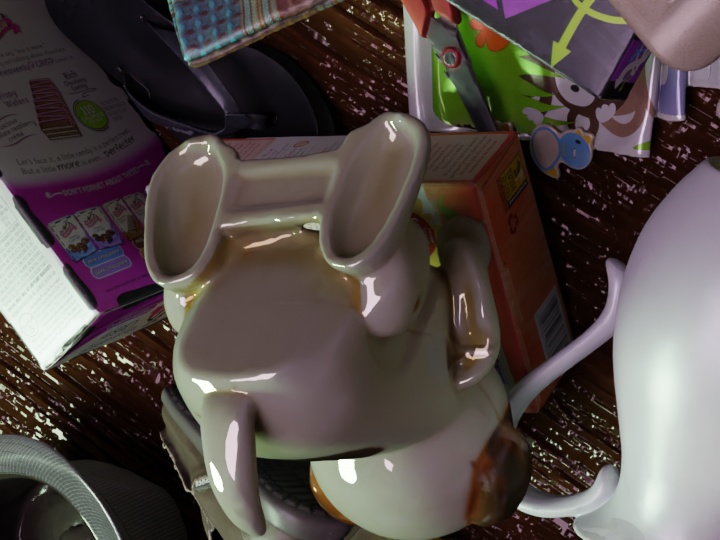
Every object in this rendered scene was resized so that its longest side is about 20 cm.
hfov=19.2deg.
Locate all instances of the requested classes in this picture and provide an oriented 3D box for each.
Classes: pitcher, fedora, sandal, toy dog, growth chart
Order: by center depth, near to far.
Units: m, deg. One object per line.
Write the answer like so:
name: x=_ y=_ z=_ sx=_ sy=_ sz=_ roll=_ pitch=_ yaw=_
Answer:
toy dog: x=0.007 y=0.049 z=0.971 sx=0.139 sy=0.200 sz=0.194 roll=-13 pitch=53 yaw=23
pitcher: x=0.149 y=0.045 z=0.992 sx=0.171 sy=0.121 sz=0.201 roll=22 pitch=107 yaw=26
growth chart: x=0.100 y=-0.117 z=1.045 sx=0.200 sy=0.018 sz=0.145 roll=-4 pitch=101 yaw=35
sandal: x=-0.102 y=-0.107 z=1.159 sx=0.200 sy=0.043 sz=0.076 roll=34 pitch=120 yaw=19
fedora: x=-0.169 y=0.171 z=1.256 sx=0.200 sy=0.090 sz=0.177 roll=-30 pitch=86 yaw=41

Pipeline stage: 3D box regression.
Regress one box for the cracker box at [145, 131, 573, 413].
cracker box: x=0.000 y=0.000 z=1.099 sx=0.200 sy=0.058 sz=0.134 roll=1 pitch=122 yaw=31

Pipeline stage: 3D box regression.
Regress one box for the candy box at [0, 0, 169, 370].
candy box: x=-0.174 y=-0.055 z=1.164 sx=0.061 sy=0.136 sz=0.200 roll=-42 pitch=80 yaw=33

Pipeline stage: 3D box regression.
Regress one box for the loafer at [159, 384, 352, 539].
loafer: x=-0.066 y=0.117 z=1.128 sx=0.200 sy=0.073 sz=0.071 roll=-137 pitch=61 yaw=-65

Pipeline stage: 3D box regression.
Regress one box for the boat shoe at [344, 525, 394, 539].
boat shoe: x=-0.015 y=0.132 z=1.154 sx=0.068 sy=0.072 sz=0.200 roll=54 pitch=135 yaw=19

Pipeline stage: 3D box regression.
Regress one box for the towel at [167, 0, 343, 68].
towel: x=-0.045 y=-0.211 z=1.035 sx=0.146 sy=0.022 sz=0.200 roll=-23 pitch=64 yaw=17

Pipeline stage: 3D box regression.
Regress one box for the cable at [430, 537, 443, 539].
cable: x=0.068 y=0.185 z=1.091 sx=0.200 sy=0.050 sz=0.097 roll=166 pitch=107 yaw=-66

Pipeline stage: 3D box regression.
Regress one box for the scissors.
scissors: x=0.038 y=-0.118 z=1.070 sx=0.073 sy=0.014 sz=0.201 roll=-8 pitch=101 yaw=31

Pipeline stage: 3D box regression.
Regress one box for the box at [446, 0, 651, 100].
box: x=0.108 y=-0.200 z=0.981 sx=0.143 sy=0.036 sz=0.200 roll=35 pitch=108 yaw=22

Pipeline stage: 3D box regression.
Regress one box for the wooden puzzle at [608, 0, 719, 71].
wooden puzzle: x=0.140 y=-0.217 z=0.921 sx=0.185 sy=0.037 sz=0.200 roll=-45 pitch=74 yaw=23
